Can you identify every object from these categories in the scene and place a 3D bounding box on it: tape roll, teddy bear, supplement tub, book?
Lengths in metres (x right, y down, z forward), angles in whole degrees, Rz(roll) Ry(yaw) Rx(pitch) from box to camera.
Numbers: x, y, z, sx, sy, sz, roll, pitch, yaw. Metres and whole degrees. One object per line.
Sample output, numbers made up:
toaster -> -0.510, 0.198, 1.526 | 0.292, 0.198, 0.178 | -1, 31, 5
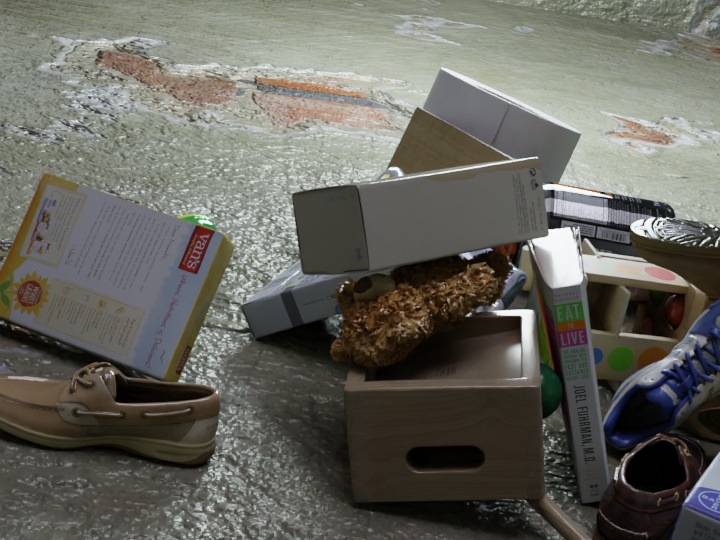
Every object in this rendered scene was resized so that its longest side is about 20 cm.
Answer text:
tape roll -> 0.164, -0.155, 1.777 | 0.201, 0.140, 0.203 | 24, 12, -5
teddy bear -> 0.049, 0.017, 1.179 | 0.199, 0.067, 0.144 | -19, 22, -36
supplement tub -> 0.257, -0.034, 1.618 | 0.198, 0.124, 0.123 | 10, 22, -1
book -> 0.184, 0.081, 1.211 | 0.048, 0.202, 0.134 | -8, 22, 7

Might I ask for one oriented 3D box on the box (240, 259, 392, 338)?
box -> 0.000, 0.000, 1.386 | 0.199, 0.041, 0.156 | -19, 11, 28

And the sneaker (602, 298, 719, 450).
sneaker -> 0.299, 0.099, 1.253 | 0.075, 0.200, 0.088 | 46, 32, 7

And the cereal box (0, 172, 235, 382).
cereal box -> -0.231, 0.007, 1.281 | 0.198, 0.145, 0.040 | 19, -12, 17

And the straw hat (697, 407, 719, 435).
straw hat -> 0.405, 0.117, 1.245 | 0.199, 0.086, 0.201 | 17, -13, 4

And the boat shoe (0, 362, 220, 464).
boat shoe -> -0.213, 0.106, 1.142 | 0.198, 0.065, 0.071 | 9, 22, -4

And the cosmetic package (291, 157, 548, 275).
cosmetic package -> 0.053, -0.047, 1.183 | 0.199, 0.074, 0.103 | -10, 5, -36

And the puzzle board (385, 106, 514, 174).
puzzle board -> 0.096, -0.095, 1.666 | 0.017, 0.152, 0.200 | 18, 12, -41

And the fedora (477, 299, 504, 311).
fedora -> 0.086, 0.064, 1.343 | 0.175, 0.091, 0.200 | 7, 23, -8

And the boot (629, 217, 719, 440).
boot -> 0.325, 0.060, 1.321 | 0.173, 0.202, 0.066 | 9, 22, 4

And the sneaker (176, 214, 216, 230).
sneaker -> -0.182, 0.011, 1.382 | 0.083, 0.075, 0.200 | 13, 31, 12

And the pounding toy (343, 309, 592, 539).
pounding toy -> 0.095, 0.134, 1.156 | 0.198, 0.144, 0.184 | -2, 21, 7

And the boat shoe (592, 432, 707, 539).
boat shoe -> 0.256, 0.177, 1.183 | 0.070, 0.071, 0.200 | 18, 22, 21

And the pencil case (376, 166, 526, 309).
pencil case -> 0.082, -0.022, 1.480 | 0.200, 0.083, 0.091 | 40, 26, 10

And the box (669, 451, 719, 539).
box -> 0.347, 0.218, 1.078 | 0.183, 0.106, 0.200 | 21, 24, 22

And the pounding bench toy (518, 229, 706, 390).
pounding bench toy -> 0.258, 0.032, 1.457 | 0.154, 0.125, 0.200 | 6, 22, -11
